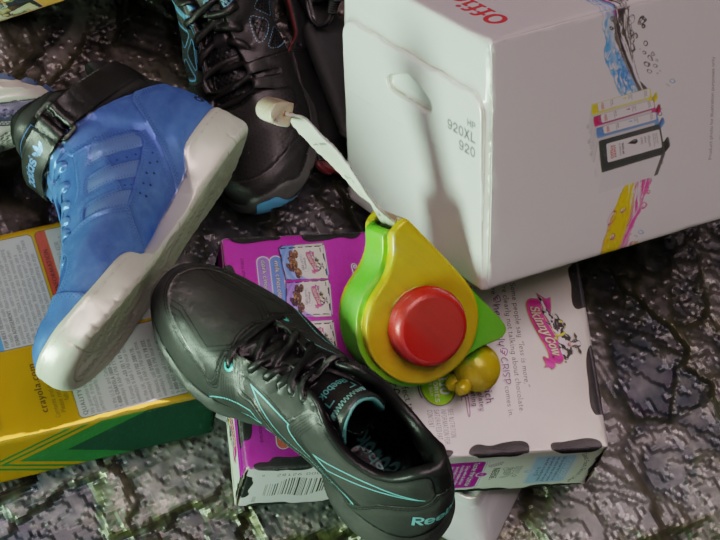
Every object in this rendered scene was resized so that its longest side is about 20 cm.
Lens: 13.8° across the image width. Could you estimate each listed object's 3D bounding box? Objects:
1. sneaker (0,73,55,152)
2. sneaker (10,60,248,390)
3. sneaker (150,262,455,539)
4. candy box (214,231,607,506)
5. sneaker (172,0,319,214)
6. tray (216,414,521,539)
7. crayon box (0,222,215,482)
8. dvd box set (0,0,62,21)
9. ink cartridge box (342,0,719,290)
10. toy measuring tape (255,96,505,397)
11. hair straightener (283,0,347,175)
[{"bbox_3d":[-0.252,-0.046,1.648,0.199,0.077,0.086,-18,79,-9],"label":"sneaker"},{"bbox_3d":[-0.151,-0.031,1.587,0.111,0.077,0.200,28,56,5],"label":"sneaker"},{"bbox_3d":[-0.025,0.057,1.536,0.200,0.079,0.075,39,67,10],"label":"sneaker"},{"bbox_3d":[0.025,0.050,1.623,0.199,0.061,0.137,-3,66,-9],"label":"candy box"},{"bbox_3d":[-0.078,-0.126,1.690,0.073,0.082,0.201,-22,62,16],"label":"sneaker"},{"bbox_3d":[0.006,0.067,1.658,0.199,0.022,0.108,27,65,4],"label":"tray"},{"bbox_3d":[-0.190,0.046,1.612,0.199,0.052,0.126,-12,61,-15],"label":"crayon box"},{"bbox_3d":[-0.136,-0.231,1.690,0.029,0.199,0.147,31,57,-43],"label":"dvd box set"},{"bbox_3d":[0.108,-0.101,1.617,0.199,0.146,0.147,-16,29,-28],"label":"ink cartridge box"},{"bbox_3d":[0.000,0.000,1.545,0.200,0.073,0.074,46,62,-23],"label":"toy measuring tape"},{"bbox_3d":[-0.015,-0.158,1.729,0.041,0.077,0.201,5,60,-28],"label":"hair straightener"}]
